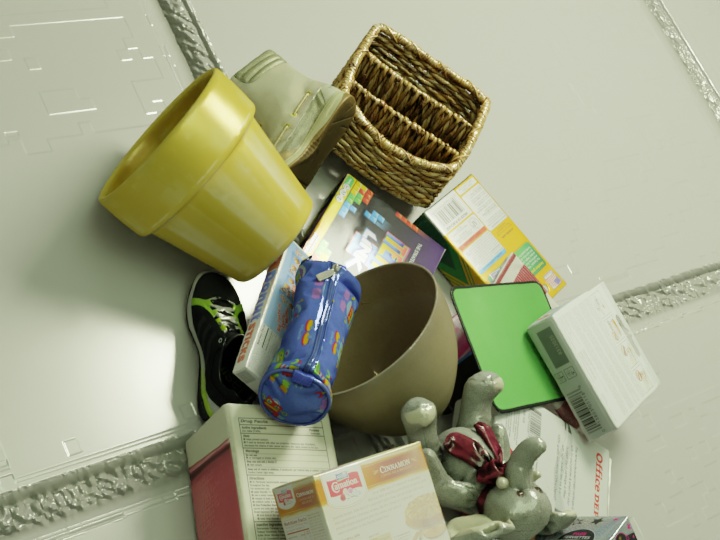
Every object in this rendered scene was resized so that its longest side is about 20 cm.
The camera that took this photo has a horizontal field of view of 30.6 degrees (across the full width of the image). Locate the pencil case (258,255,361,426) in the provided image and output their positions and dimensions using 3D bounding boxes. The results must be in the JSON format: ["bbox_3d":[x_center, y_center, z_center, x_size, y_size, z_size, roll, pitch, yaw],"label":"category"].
[{"bbox_3d":[-0.050,0.070,1.405,0.077,0.087,0.201,17,42,-1],"label":"pencil case"}]

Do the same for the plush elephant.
[{"bbox_3d":[0.139,0.222,1.391,0.164,0.154,0.202,-4,101,-51],"label":"plush elephant"}]

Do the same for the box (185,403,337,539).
[{"bbox_3d":[-0.096,0.253,1.373,0.127,0.109,0.201,7,58,-32],"label":"box"}]

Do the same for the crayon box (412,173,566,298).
[{"bbox_3d":[0.171,-0.018,1.772,0.200,0.052,0.126,49,47,3],"label":"crayon box"}]

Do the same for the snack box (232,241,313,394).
[{"bbox_3d":[-0.087,0.056,1.471,0.072,0.024,0.201,44,40,-27],"label":"snack box"}]

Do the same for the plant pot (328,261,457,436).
[{"bbox_3d":[0.032,0.109,1.487,0.135,0.199,0.201,54,40,-30],"label":"plant pot"}]

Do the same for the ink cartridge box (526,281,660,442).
[{"bbox_3d":[0.300,0.110,1.677,0.163,0.050,0.200,61,29,4],"label":"ink cartridge box"}]

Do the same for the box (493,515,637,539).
[{"bbox_3d":[0.209,0.349,1.437,0.115,0.199,0.133,-36,108,-45],"label":"box"}]

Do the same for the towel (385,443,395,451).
[{"bbox_3d":[0.040,0.305,1.422,0.144,0.023,0.202,-31,103,-65],"label":"towel"}]

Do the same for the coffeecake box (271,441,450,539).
[{"bbox_3d":[0.016,0.288,1.301,0.153,0.073,0.202,-10,80,-43],"label":"coffeecake box"}]

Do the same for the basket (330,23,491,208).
[{"bbox_3d":[0.054,-0.199,1.721,0.199,0.149,0.143,34,28,-12],"label":"basket"}]

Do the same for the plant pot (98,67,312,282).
[{"bbox_3d":[-0.164,-0.094,1.502,0.189,0.200,0.202,42,46,-18],"label":"plant pot"}]

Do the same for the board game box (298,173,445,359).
[{"bbox_3d":[0.000,0.000,1.641,0.165,0.057,0.201,36,48,-8],"label":"board game box"}]

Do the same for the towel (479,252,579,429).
[{"bbox_3d":[0.228,0.089,1.664,0.200,0.023,0.144,50,38,-10],"label":"towel"}]

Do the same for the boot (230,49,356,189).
[{"bbox_3d":[-0.120,-0.171,1.651,0.154,0.072,0.201,33,80,22],"label":"boot"}]

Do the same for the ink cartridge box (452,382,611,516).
[{"bbox_3d":[0.204,0.247,1.581,0.199,0.084,0.145,33,47,-25],"label":"ink cartridge box"}]

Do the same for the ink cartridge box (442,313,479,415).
[{"bbox_3d":[0.155,0.089,1.662,0.199,0.037,0.095,-34,92,-29],"label":"ink cartridge box"}]

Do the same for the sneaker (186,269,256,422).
[{"bbox_3d":[-0.143,0.081,1.470,0.071,0.083,0.201,6,58,-32],"label":"sneaker"}]

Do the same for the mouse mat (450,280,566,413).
[{"bbox_3d":[0.193,0.089,1.602,0.199,0.008,0.162,-3,68,-48],"label":"mouse mat"}]
